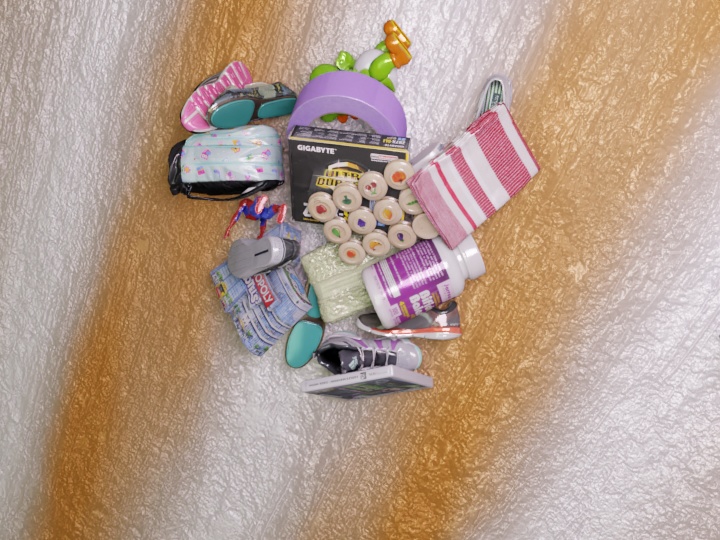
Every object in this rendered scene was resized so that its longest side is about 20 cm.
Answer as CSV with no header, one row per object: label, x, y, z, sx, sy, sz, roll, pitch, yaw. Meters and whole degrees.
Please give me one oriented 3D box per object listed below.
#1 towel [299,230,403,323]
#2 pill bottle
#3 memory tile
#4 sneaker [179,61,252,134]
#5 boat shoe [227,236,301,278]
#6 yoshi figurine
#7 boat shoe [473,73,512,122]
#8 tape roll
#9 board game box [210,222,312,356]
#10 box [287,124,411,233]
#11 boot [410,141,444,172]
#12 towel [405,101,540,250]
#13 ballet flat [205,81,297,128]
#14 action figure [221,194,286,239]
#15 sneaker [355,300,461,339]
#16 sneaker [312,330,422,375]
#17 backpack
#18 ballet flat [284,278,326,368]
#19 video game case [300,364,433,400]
towel,0.000,0.000,1.189,0.196,0.037,0.151,-21,97,4
pill bottle,0.108,0.010,1.117,0.197,0.112,0.114,-26,94,3
memory tile,0.023,-0.089,1.076,0.197,0.017,0.154,-19,122,25
sneaker,-0.270,-0.300,1.179,0.086,0.202,0.074,-20,121,38
boat shoe,-0.175,-0.022,1.176,0.198,0.070,0.074,-3,84,54
yoshi figurine,-0.013,-0.340,1.109,0.199,0.112,0.114,-36,73,27
boat shoe,0.205,-0.215,1.069,0.072,0.067,0.205,6,106,20
tape roll,-0.022,-0.229,1.097,0.195,0.067,0.202,8,142,6
board game box,-0.177,0.019,1.244,0.200,0.061,0.202,-44,54,18
box,-0.018,-0.148,1.081,0.195,0.050,0.162,8,131,7
boot,0.087,-0.132,1.138,0.198,0.073,0.091,-30,110,36
towel,0.183,-0.147,1.034,0.199,0.023,0.145,-41,118,-2
ballet flat,-0.199,-0.295,1.146,0.073,0.198,0.076,15,114,39
action figure,-0.198,-0.085,1.202,0.064,0.199,0.101,25,87,-21
sneaker,0.088,0.080,1.196,0.195,0.077,0.084,2,90,13
sneaker,0.006,0.166,1.200,0.195,0.140,0.080,2,99,21
backpack,-0.237,-0.199,1.202,0.195,0.167,0.130,-2,104,13
ballet flat,-0.095,0.089,1.260,0.069,0.071,0.204,21,102,15
video game case,0.017,0.207,1.185,0.178,0.199,0.024,-14,69,23
